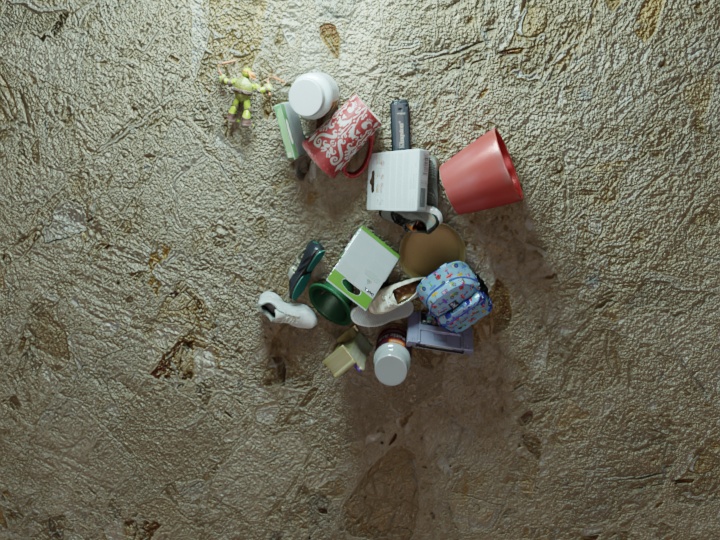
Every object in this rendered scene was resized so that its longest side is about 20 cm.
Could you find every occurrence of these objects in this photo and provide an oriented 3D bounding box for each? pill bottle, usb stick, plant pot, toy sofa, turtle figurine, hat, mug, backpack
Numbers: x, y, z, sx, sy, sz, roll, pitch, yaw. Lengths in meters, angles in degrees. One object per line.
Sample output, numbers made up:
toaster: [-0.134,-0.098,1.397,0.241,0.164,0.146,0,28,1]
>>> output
pill bottle: [-0.124,-0.459,1.548,0.111,0.200,0.117,2,109,7]
usb stick: [0.112,-0.369,1.635,0.054,0.033,0.205,-1,107,8]
pill bottle: [0.096,0.250,1.745,0.111,0.200,0.117,2,108,6]
plant pot: [0.210,-0.050,1.718,0.195,0.028,0.204,3,115,5]
toy sofa: [-0.034,0.251,1.764,0.082,0.200,0.098,-38,95,16]
plant pot: [0.318,-0.250,1.576,0.174,0.201,0.204,-21,105,23]
turtle figurine: [-0.315,-0.488,1.634,0.195,0.065,0.165,14,109,3]
hat: [-0.045,0.042,1.792,0.165,0.177,0.200,39,150,0]
mug: [-0.038,-0.366,1.627,0.200,0.177,0.134,-43,62,13]
backpack: [0.260,0.070,1.659,0.181,0.136,0.199,-33,146,15]

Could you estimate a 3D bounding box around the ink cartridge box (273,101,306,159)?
ink cartridge box: [-0.195,-0.375,1.583,0.047,0.200,0.149,-12,106,11]

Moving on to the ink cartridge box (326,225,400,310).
ink cartridge box: [0.000,0.000,1.685,0.147,0.076,0.202,37,67,-6]

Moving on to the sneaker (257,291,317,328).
sneaker: [-0.230,0.139,1.805,0.196,0.100,0.079,19,109,1]

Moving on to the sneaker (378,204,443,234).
sneaker: [0.131,-0.149,1.647,0.197,0.080,0.075,14,142,34]

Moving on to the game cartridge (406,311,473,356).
game cartridge: [0.234,0.183,1.742,0.195,0.131,0.039,8,135,0]

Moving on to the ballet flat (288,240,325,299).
ballet flat: [-0.174,-0.007,1.775,0.072,0.073,0.202,31,115,-3]

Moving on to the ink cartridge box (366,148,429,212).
ink cartridge box: [0.100,-0.245,1.621,0.198,0.047,0.164,7,97,48]

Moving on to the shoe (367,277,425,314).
shoe: [0.109,0.067,1.695,0.197,0.053,0.071,-24,83,-14]

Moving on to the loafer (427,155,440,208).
loafer: [0.197,-0.231,1.648,0.074,0.070,0.204,18,127,19]

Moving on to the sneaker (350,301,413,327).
sneaker: [0.057,0.126,1.747,0.195,0.082,0.076,-4,87,-19]
